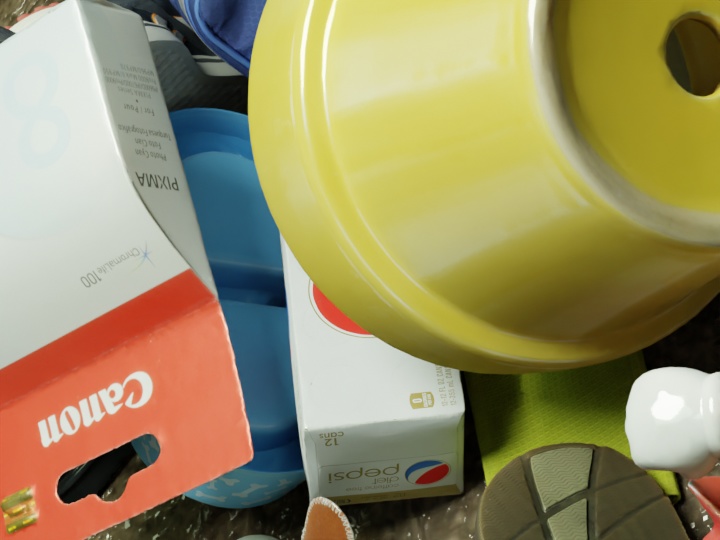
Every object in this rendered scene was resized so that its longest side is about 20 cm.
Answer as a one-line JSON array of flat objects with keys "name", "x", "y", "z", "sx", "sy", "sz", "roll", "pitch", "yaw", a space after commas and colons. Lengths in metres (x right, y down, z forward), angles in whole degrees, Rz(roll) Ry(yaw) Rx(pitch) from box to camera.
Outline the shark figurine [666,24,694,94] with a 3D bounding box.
[{"name": "shark figurine", "x": 0.076, "y": -0.109, "z": 0.892, "sx": 0.090, "sy": 0.212, "sz": 0.130, "roll": -58, "pitch": -27, "yaw": -79}]

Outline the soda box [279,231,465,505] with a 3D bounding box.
[{"name": "soda box", "x": 0.000, "y": 0.000, "z": 0.902, "sx": 0.067, "sy": 0.064, "sz": 0.201, "roll": -6, "pitch": 52, "yaw": -2}]

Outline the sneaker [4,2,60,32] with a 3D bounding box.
[{"name": "sneaker", "x": -0.176, "y": -0.045, "z": 1.116, "sx": 0.082, "sy": 0.078, "sz": 0.202, "roll": 14, "pitch": 83, "yaw": 41}]

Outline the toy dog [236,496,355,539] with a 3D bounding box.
[{"name": "toy dog", "x": -0.024, "y": 0.158, "z": 0.815, "sx": 0.199, "sy": 0.096, "sz": 0.133, "roll": 5, "pitch": 62, "yaw": 49}]

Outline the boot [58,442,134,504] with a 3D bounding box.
[{"name": "boot", "x": -0.154, "y": 0.010, "z": 1.011, "sx": 0.201, "sy": 0.168, "sz": 0.076, "roll": -52, "pitch": 39, "yaw": 7}]

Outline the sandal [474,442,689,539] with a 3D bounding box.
[{"name": "sandal", "x": 0.091, "y": 0.147, "z": 0.731, "sx": 0.055, "sy": 0.081, "sz": 0.201, "roll": 106, "pitch": 148, "yaw": -45}]

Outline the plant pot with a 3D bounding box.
[{"name": "plant pot", "x": 0.079, "y": -0.065, "z": 0.728, "sx": 0.202, "sy": 0.200, "sz": 0.189, "roll": -65, "pitch": 16, "yaw": -10}]

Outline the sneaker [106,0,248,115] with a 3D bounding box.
[{"name": "sneaker", "x": -0.115, "y": -0.093, "z": 1.010, "sx": 0.079, "sy": 0.200, "sz": 0.079, "roll": 36, "pitch": 101, "yaw": 16}]

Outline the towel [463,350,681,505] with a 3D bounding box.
[{"name": "towel", "x": 0.075, "y": 0.029, "z": 0.862, "sx": 0.086, "sy": 0.018, "sz": 0.201, "roll": -36, "pitch": 42, "yaw": 28}]

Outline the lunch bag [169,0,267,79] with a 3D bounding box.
[{"name": "lunch bag", "x": 0.003, "y": -0.175, "z": 0.988, "sx": 0.200, "sy": 0.135, "sz": 0.132, "roll": -49, "pitch": 38, "yaw": 10}]

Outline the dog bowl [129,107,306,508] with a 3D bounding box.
[{"name": "dog bowl", "x": -0.060, "y": 0.018, "z": 0.948, "sx": 0.050, "sy": 0.110, "sz": 0.201, "roll": 122, "pitch": 148, "yaw": -47}]

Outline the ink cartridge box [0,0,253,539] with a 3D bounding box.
[{"name": "ink cartridge box", "x": -0.138, "y": 0.010, "z": 0.879, "sx": 0.159, "sy": 0.047, "sz": 0.202, "roll": -26, "pitch": 71, "yaw": 31}]

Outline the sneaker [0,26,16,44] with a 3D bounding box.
[{"name": "sneaker", "x": -0.186, "y": -0.077, "z": 0.990, "sx": 0.200, "sy": 0.070, "sz": 0.083, "roll": 13, "pitch": -82, "yaw": -87}]

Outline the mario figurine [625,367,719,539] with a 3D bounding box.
[{"name": "mario figurine", "x": 0.163, "y": 0.030, "z": 0.675, "sx": 0.201, "sy": 0.123, "sz": 0.106, "roll": -62, "pitch": -5, "yaw": 28}]
